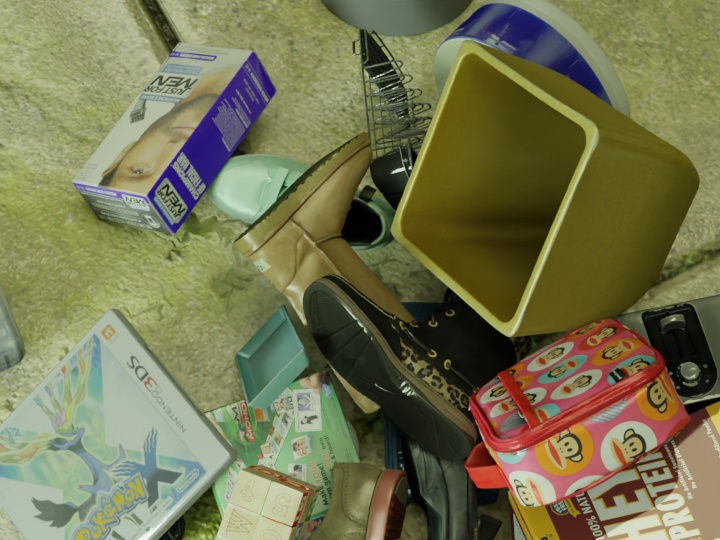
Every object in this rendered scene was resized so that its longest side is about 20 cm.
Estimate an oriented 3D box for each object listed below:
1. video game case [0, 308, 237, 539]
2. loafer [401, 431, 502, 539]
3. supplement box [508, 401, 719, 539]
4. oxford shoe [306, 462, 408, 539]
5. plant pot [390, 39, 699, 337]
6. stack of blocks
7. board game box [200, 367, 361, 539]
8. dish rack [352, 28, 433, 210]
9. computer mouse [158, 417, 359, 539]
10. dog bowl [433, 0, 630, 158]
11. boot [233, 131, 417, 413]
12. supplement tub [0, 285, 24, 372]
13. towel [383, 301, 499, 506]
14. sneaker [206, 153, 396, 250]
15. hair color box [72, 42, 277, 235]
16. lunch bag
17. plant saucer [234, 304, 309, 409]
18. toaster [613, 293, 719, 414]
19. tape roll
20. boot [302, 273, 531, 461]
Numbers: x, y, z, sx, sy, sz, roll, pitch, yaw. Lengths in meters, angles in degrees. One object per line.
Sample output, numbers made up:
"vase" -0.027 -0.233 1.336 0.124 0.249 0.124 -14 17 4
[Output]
"video game case" -0.233 0.168 1.441 0.200 0.022 0.182 -46 70 8
"loafer" 0.093 0.233 1.430 0.072 0.073 0.202 -12 88 -9
"supplement box" 0.242 0.236 1.371 0.196 0.200 0.134 -22 65 -3
"oxford shoe" -0.016 0.266 1.406 0.074 0.070 0.202 13 79 19
"plant pot" 0.182 -0.066 1.433 0.199 0.196 0.195 5 25 -39
"stack of blocks" -0.096 0.268 1.355 0.058 0.115 0.202 19 89 8
"board game box" -0.059 0.205 1.446 0.133 0.029 0.202 -18 84 -12
"dish rack" 0.045 -0.140 1.608 0.054 0.154 0.202 -14 60 16
"computer mouse" -0.099 0.181 1.480 0.198 0.044 0.111 -10 81 -12
"dog bowl" 0.168 -0.172 1.599 0.079 0.201 0.200 -41 72 -20
"boot" 0.000 0.000 1.483 0.175 0.066 0.200 -44 100 -18
"supplement tub" -0.419 0.065 1.478 0.199 0.123 0.123 -24 66 -15
"towel" 0.075 0.123 1.523 0.110 0.049 0.202 0 62 -5
"sneaker" -0.060 -0.069 1.569 0.199 0.118 0.074 14 94 3
"hair color box" -0.184 -0.135 1.611 0.109 0.065 0.201 11 58 37
"lunch bag" 0.163 0.119 1.301 0.175 0.200 0.082 -29 99 1
"plant saucer" -0.080 0.079 1.462 0.019 0.200 0.070 43 92 -11
"toaster" 0.327 0.105 1.480 0.179 0.200 0.120 -11 60 -1
"tape roll" 0.040 -0.358 1.765 0.198 0.066 0.202 1 63 -3
"boot" 0.055 0.053 1.429 0.200 0.073 0.151 43 51 0
